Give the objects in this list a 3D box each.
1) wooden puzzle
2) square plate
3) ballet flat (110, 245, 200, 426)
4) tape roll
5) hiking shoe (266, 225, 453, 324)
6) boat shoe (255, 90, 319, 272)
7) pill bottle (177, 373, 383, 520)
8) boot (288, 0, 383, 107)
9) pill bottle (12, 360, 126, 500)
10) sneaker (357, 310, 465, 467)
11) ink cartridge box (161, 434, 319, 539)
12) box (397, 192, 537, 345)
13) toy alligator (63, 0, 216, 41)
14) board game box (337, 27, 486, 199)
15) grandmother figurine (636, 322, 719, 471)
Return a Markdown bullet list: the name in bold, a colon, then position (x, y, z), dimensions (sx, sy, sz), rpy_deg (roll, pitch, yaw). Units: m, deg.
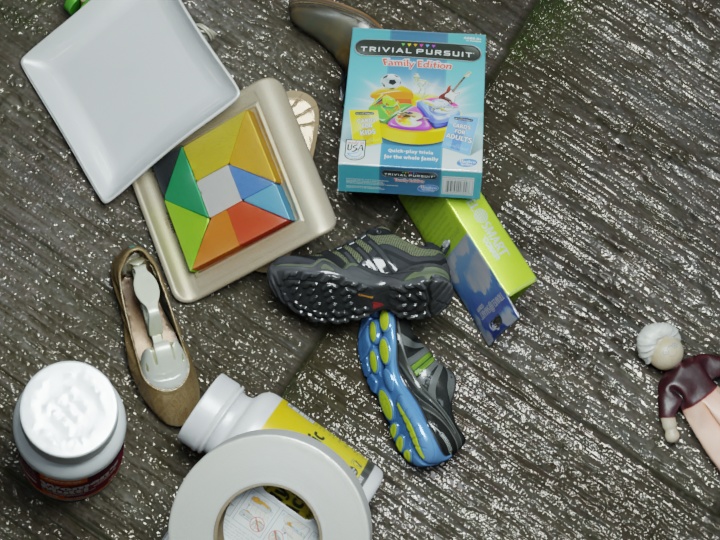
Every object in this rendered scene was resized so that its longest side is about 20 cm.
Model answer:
- **wooden puzzle**: position (-0.145, -0.087, 1.593), dimensions (0.199, 0.037, 0.186), rpy_deg (-26, 77, 15)
- **square plate**: position (-0.250, -0.209, 1.614), dimensions (0.199, 0.028, 0.199), rpy_deg (-36, 77, 14)
- **ballet flat**: position (-0.216, 0.064, 1.556), dimensions (0.067, 0.072, 0.202), rpy_deg (-13, 76, -15)
- **tape roll**: position (-0.088, 0.256, 1.435), dimensions (0.201, 0.037, 0.205), rpy_deg (0, 93, 4)
- **hiking shoe**: position (0.000, 0.000, 1.583), dimensions (0.198, 0.076, 0.101), rpy_deg (4, 41, 0)
- **boat shoe**: position (-0.087, -0.097, 1.635), dimensions (0.071, 0.065, 0.202), rpy_deg (10, 89, -2)
- **pill bottle**: position (-0.085, 0.196, 1.520), dimensions (0.199, 0.111, 0.112), rpy_deg (35, 70, 2)
- **boot**: position (-0.006, -0.233, 1.687), dimensions (0.199, 0.075, 0.097), rpy_deg (27, 67, -3)
- **pill bottle**: position (-0.284, 0.157, 1.446), dimensions (0.108, 0.200, 0.111), rpy_deg (3, 72, -9)
- **sneaker**: position (0.057, 0.114, 1.603), dimensions (0.082, 0.071, 0.201), rpy_deg (-8, 70, -37)
- **ink cartridge box**: position (-0.113, 0.286, 1.481), dimensions (0.162, 0.050, 0.201), rpy_deg (35, 93, 2)
- **box**: position (0.120, -0.027, 1.621), dimensions (0.047, 0.122, 0.201), rpy_deg (-28, 80, -18)
- **toy alligator**: position (-0.263, -0.284, 1.662), dimensions (0.199, 0.059, 0.055), rpy_deg (24, 70, -3)
- **board game box**: position (0.057, -0.172, 1.586), dimensions (0.149, 0.047, 0.201), rpy_deg (3, 54, 2)
- **grandmother figurine**: position (0.382, 0.141, 1.654), dimensions (0.121, 0.061, 0.201), rpy_deg (-36, 85, -27)
